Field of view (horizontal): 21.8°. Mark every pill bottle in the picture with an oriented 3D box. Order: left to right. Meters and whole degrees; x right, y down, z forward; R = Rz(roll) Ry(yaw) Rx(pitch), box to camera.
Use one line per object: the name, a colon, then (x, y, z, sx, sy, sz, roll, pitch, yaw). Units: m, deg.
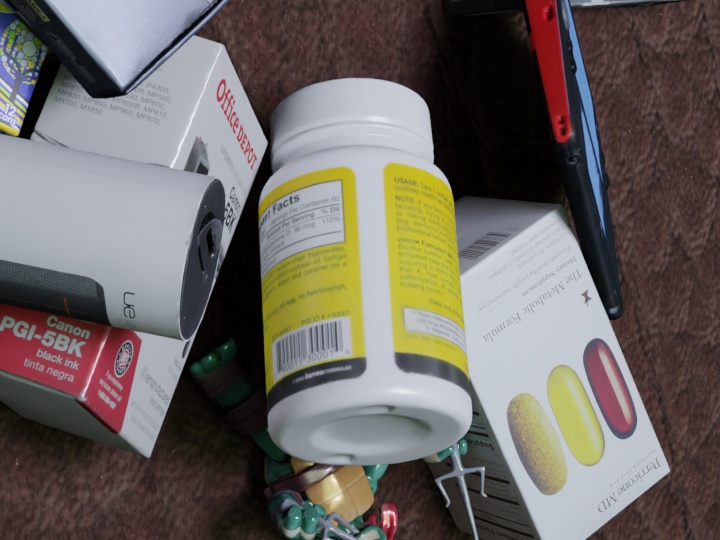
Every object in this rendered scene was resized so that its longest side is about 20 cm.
pill bottle: (0.000, 0.000, 1.063, 0.114, 0.114, 0.201, 17, 59, -38)

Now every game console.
game console: (0.138, -0.090, 1.194, 0.200, 0.031, 0.177, 65, 14, -52)

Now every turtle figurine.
turtle figurine: (-0.018, 0.117, 1.124, 0.150, 0.101, 0.200, -38, 98, -48)

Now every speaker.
speaker: (-0.166, -0.024, 0.884, 0.199, 0.081, 0.082, 12, 81, 6)

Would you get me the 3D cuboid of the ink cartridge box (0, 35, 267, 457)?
ink cartridge box: (-0.129, -0.018, 0.998, 0.147, 0.083, 0.201, 67, 41, -72)

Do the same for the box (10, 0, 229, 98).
box: (-0.129, -0.207, 0.895, 0.158, 0.051, 0.200, -46, 111, -19)

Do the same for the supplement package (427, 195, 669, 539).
supplement package: (0.095, 0.067, 1.197, 0.114, 0.109, 0.200, -34, 112, -24)

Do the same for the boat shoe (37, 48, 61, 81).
boat shoe: (-0.133, -0.177, 1.049, 0.200, 0.072, 0.076, -34, 96, -35)

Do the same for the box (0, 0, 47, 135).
box: (-0.249, -0.133, 0.889, 0.200, 0.064, 0.070, 26, 74, -35)

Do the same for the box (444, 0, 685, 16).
box: (0.139, -0.257, 1.273, 0.200, 0.048, 0.159, -10, 96, -38)

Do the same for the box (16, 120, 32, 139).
box: (-0.269, -0.079, 0.952, 0.160, 0.043, 0.200, -47, 118, -28)
